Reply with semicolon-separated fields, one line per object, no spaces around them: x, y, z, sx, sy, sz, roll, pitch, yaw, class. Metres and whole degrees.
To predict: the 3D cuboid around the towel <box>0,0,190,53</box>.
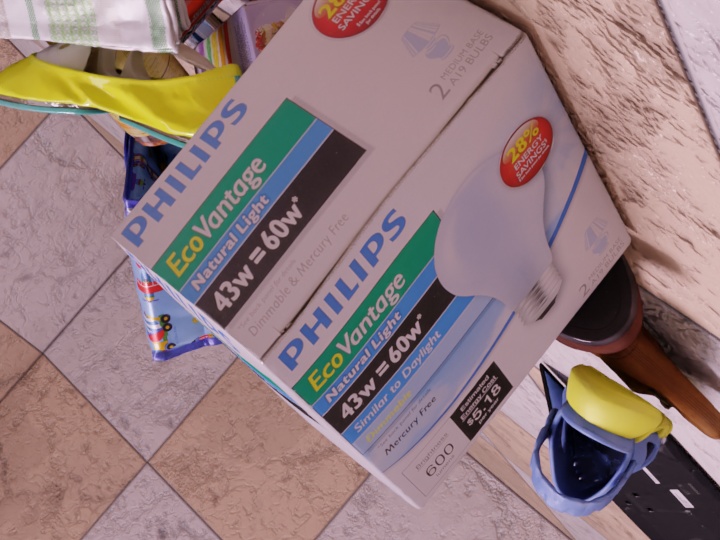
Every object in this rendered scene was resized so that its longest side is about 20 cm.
-0.204;-0.214;0.946;0.197;0.031;0.151;8;123;21;towel

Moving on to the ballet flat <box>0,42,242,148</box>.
-0.157;-0.126;0.995;0.198;0.068;0.067;15;-165;26;ballet flat

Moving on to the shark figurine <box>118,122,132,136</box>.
-0.189;-0.195;1.195;0.128;0.089;0.216;42;-159;-45;shark figurine

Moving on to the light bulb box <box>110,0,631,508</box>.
0.015;-0.018;0.785;0.124;0.199;0.200;34;172;36;light bulb box

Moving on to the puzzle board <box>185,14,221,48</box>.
-0.098;-0.167;1.332;0.200;0.017;0.151;44;174;-8;puzzle board

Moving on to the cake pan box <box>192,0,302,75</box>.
-0.057;-0.071;1.030;0.184;0.052;0.203;-177;75;-75;cake pan box

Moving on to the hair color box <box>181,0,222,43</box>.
-0.153;-0.225;1.053;0.111;0.064;0.200;41;175;-1;hair color box

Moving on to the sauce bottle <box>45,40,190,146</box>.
-0.187;-0.169;1.054;0.066;0.066;0.200;35;169;48;sauce bottle

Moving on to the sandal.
0.152;0.112;0.994;0.079;0.088;0.200;29;-178;19;sandal

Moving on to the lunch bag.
-0.155;-0.049;1.264;0.201;0.093;0.152;-119;19;-56;lunch bag

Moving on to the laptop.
0.267;0.170;1.395;0.177;0.104;0.199;44;148;-25;laptop

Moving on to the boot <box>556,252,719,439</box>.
0.162;0.051;0.945;0.200;0.069;0.188;44;173;-27;boot
